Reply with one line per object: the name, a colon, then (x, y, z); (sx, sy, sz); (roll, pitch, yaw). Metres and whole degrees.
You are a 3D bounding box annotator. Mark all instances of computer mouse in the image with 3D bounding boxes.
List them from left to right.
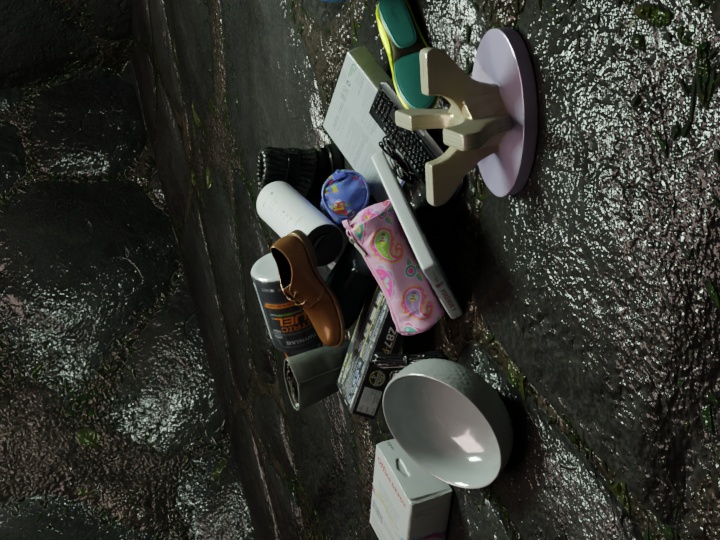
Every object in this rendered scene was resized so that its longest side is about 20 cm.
computer mouse: (0.111, 0.171, 1.382); (0.200, 0.139, 0.046); (55, -137, -43)

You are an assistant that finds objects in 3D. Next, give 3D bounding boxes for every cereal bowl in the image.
cereal bowl: (0.132, 0.203, 1.269); (0.199, 0.083, 0.201); (24, 135, 26)

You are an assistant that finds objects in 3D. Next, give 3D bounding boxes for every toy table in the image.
toy table: (0.129, -0.181, 1.083); (0.184, 0.116, 0.202); (-163, 63, -68)

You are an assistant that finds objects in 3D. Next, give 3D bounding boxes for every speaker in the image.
speaker: (-0.107, -0.083, 1.563); (0.200, 0.081, 0.082); (42, 139, 50)

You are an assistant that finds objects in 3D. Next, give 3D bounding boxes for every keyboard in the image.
keyboard: (0.068, -0.167, 1.297); (0.201, 0.039, 0.104); (55, 153, 20)

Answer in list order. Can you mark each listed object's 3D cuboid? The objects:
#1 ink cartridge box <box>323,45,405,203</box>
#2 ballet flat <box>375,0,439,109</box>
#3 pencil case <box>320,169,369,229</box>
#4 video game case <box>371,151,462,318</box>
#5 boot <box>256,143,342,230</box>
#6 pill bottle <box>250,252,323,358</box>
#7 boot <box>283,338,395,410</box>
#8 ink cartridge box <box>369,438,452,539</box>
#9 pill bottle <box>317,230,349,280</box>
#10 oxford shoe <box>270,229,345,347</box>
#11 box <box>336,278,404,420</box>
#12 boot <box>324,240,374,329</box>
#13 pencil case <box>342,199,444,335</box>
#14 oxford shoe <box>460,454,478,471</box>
ink cartridge box: (0.025, -0.216, 1.425); (0.201, 0.040, 0.200); (57, 154, 14)
ballet flat: (0.070, -0.297, 1.277); (0.067, 0.066, 0.202); (73, -178, -70)
pencil case: (-0.028, -0.119, 1.519); (0.200, 0.077, 0.088); (139, 106, -86)
video game case: (0.083, -0.048, 1.290); (0.201, 0.023, 0.182); (68, -173, 29)
boot: (-0.118, -0.139, 1.702); (0.079, 0.156, 0.213); (-133, 37, -58)
pill bottle: (-0.119, 0.072, 1.599); (0.106, 0.105, 0.202); (45, 154, 56)
boot: (-0.041, 0.134, 1.578); (0.072, 0.198, 0.184); (-164, 65, -69)
ink cartridge box: (0.084, 0.405, 1.555); (0.145, 0.084, 0.202); (-126, 30, -48)
pill bottle: (-0.039, 0.011, 1.639); (0.200, 0.111, 0.113); (118, 136, -59)
oxford shoe: (-0.090, 0.039, 1.452); (0.071, 0.071, 0.201); (-24, 93, 47)
box: (0.021, 0.122, 1.472); (0.161, 0.049, 0.202); (-141, 69, -74)
boot: (0.000, 0.000, 1.452); (0.168, 0.076, 0.202); (156, 138, -78)
pencil case: (0.049, -0.003, 1.332); (0.201, 0.087, 0.087); (62, 162, -12)
oxford shoe: (0.127, 0.292, 1.393); (0.200, 0.073, 0.072); (-166, 66, -68)
